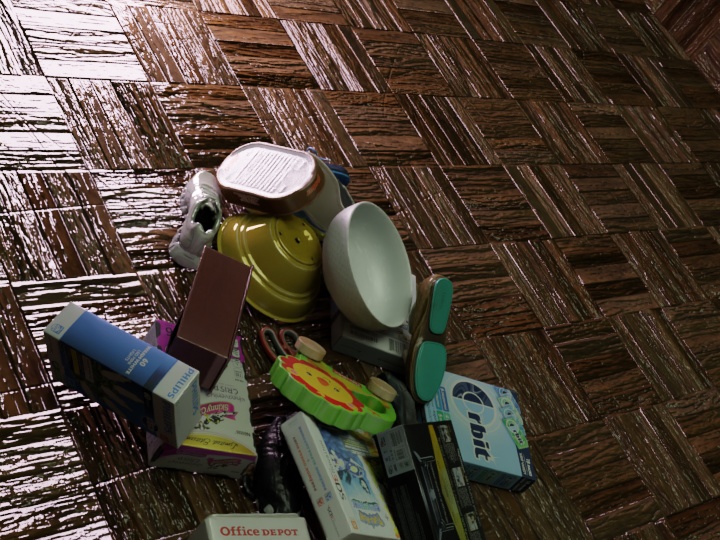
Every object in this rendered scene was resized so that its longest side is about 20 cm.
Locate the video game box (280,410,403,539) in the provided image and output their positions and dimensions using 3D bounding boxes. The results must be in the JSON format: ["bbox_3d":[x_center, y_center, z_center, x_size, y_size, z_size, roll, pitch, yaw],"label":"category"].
[{"bbox_3d":[-0.009,0.292,1.555,0.199,0.047,0.184,27,34,-56],"label":"video game box"}]

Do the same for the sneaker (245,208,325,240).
[{"bbox_3d":[-0.100,-0.120,1.904,0.198,0.105,0.076,17,40,-26],"label":"sneaker"}]

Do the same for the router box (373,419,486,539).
[{"bbox_3d":[0.101,0.313,1.594,0.157,0.052,0.203,9,62,-60],"label":"router box"}]

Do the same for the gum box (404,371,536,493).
[{"bbox_3d":[0.172,0.249,1.809,0.198,0.045,0.171,17,42,-25],"label":"gum box"}]

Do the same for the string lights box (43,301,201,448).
[{"bbox_3d":[-0.295,0.130,1.433,0.198,0.104,0.059,26,51,16],"label":"string lights box"}]

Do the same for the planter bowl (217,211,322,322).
[{"bbox_3d":[-0.119,-0.027,1.784,0.199,0.083,0.202,31,39,-28],"label":"planter bowl"}]

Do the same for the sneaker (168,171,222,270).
[{"bbox_3d":[-0.242,-0.092,1.781,0.074,0.081,0.202,21,39,-18],"label":"sneaker"}]

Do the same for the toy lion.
[{"bbox_3d":[-0.037,0.175,1.605,0.198,0.069,0.192,30,9,-12],"label":"toy lion"}]

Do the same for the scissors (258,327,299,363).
[{"bbox_3d":[-0.086,0.165,1.707,0.073,0.014,0.201,-6,57,-45],"label":"scissors"}]

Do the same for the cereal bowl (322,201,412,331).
[{"bbox_3d":[0.000,0.000,1.793,0.200,0.082,0.203,35,47,-48],"label":"cereal bowl"}]

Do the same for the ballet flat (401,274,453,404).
[{"bbox_3d":[0.097,0.106,1.786,0.067,0.072,0.203,13,80,-34],"label":"ballet flat"}]

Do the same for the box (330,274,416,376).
[{"bbox_3d":[0.024,0.066,1.875,0.154,0.041,0.202,21,42,-23],"label":"box"}]

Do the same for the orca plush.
[{"bbox_3d":[-0.095,0.261,1.551,0.104,0.071,0.201,30,38,-11],"label":"orca plush"}]

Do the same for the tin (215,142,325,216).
[{"bbox_3d":[-0.143,-0.147,1.799,0.198,0.042,0.112,15,54,38],"label":"tin"}]

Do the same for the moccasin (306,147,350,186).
[{"bbox_3d":[-0.106,-0.177,1.979,0.198,0.081,0.069,3,51,-39],"label":"moccasin"}]

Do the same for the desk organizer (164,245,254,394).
[{"bbox_3d":[-0.207,0.062,1.562,0.076,0.072,0.201,24,36,-13],"label":"desk organizer"}]

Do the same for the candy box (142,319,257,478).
[{"bbox_3d":[-0.220,0.172,1.545,0.135,0.061,0.202,14,44,-30],"label":"candy box"}]

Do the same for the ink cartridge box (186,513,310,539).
[{"bbox_3d":[-0.120,0.402,1.375,0.145,0.083,0.202,9,47,-34],"label":"ink cartridge box"}]

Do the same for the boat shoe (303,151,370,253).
[{"bbox_3d":[-0.049,-0.110,1.879,0.201,0.072,0.063,56,14,-15],"label":"boat shoe"}]

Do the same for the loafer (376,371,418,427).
[{"bbox_3d":[0.064,0.242,1.706,0.072,0.073,0.202,22,42,-28],"label":"loafer"}]
